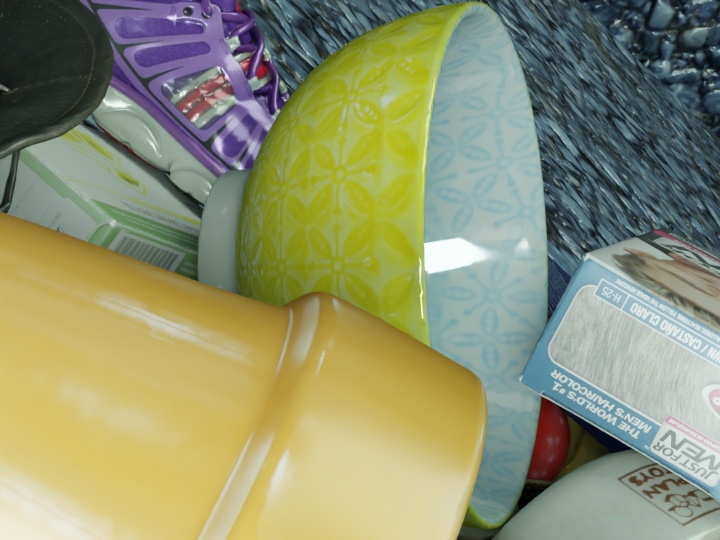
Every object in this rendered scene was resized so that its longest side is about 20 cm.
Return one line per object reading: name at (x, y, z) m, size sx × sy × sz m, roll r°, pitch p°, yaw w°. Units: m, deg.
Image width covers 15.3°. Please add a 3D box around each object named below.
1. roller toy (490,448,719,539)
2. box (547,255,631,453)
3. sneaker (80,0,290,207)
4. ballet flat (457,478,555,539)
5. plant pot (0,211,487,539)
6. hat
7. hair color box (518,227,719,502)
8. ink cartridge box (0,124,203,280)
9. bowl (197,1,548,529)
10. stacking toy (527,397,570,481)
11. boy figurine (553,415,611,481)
roller toy at (0.110, 0.168, 1.058) m, size 0.140 × 0.200 × 0.183 m, roll 37°, pitch -12°, yaw 31°
box at (0.104, 0.038, 1.243) m, size 0.200 × 0.032 × 0.121 m, roll 42°, pitch 12°, yaw -26°
sneaker at (-0.059, -0.075, 1.120) m, size 0.200 × 0.084 × 0.081 m, roll 36°, pitch 8°, yaw -5°
ballet flat at (0.071, 0.116, 1.159) m, size 0.199 × 0.067 × 0.068 m, roll 6°, pitch 51°, yaw -7°
plant pot at (-0.093, 0.070, 0.750) m, size 0.183 × 0.201 × 0.200 m, roll 31°, pitch 16°, yaw -8°
hat at (-0.165, -0.025, 0.892) m, size 0.201 × 0.200 × 0.081 m, roll -97°, pitch 176°, yaw -67°
hair color box at (0.139, 0.035, 1.107) m, size 0.100 × 0.061 × 0.200 m, roll 30°, pitch 11°, yaw 11°
ink cartridge box at (-0.141, -0.048, 1.082) m, size 0.200 × 0.048 × 0.145 m, roll 42°, pitch 9°, yaw 25°
bowl at (0.000, 0.000, 1.030) m, size 0.200 × 0.107 × 0.201 m, roll -2°, pitch 90°, yaw -74°
stacking toy at (0.006, 0.046, 1.185) m, size 0.199 × 0.086 × 0.085 m, roll 23°, pitch 21°, yaw -16°
boy figurine at (0.112, 0.106, 1.302) m, size 0.200 × 0.064 × 0.125 m, roll 35°, pitch 36°, yaw -43°
